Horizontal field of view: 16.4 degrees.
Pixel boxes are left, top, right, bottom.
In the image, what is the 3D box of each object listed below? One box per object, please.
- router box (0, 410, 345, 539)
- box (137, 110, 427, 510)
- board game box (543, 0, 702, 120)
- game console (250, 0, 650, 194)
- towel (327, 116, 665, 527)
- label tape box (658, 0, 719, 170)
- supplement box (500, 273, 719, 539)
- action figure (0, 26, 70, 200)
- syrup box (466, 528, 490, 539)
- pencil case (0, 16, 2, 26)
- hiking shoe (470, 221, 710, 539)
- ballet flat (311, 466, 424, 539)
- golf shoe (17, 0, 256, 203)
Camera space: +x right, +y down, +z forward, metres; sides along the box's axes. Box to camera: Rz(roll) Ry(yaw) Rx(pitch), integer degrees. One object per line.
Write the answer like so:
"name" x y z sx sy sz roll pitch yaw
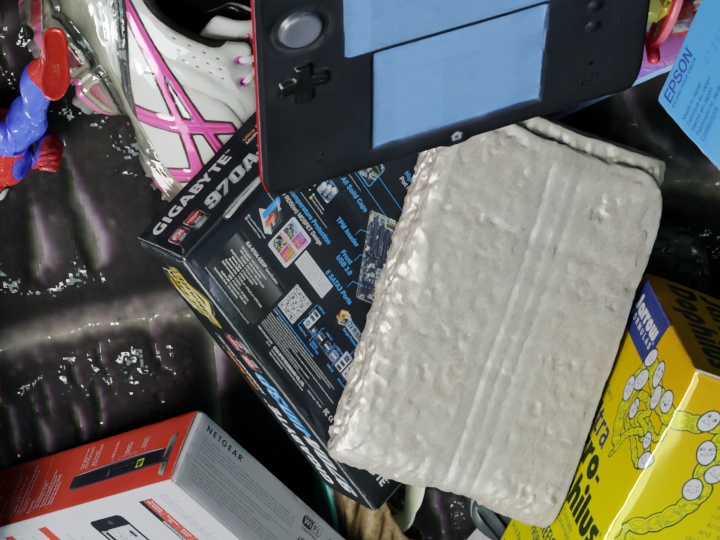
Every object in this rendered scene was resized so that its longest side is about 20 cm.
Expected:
"router box" -0.094 0.173 1.421 0.179 0.049 0.200 -17 129 41
"box" 0.000 0.000 1.269 0.159 0.046 0.200 -48 126 -16
"board game box" 0.119 -0.146 1.220 0.199 0.039 0.158 -23 124 16
"game console" 0.044 -0.119 1.143 0.199 0.031 0.178 -17 139 -13
"towel" 0.069 0.018 1.256 0.132 0.034 0.201 19 93 -18
"label tape box" 0.258 -0.129 1.208 0.199 0.066 0.144 -10 135 -34
"supplement box" 0.159 0.124 1.279 0.109 0.109 0.201 20 111 -17
"action figure" -0.177 -0.069 1.221 0.065 0.052 0.200 5 167 -9
"syrup box" 0.138 0.143 1.418 0.078 0.082 0.200 27 123 -18
"pencil case" -0.256 -0.170 1.176 0.089 0.078 0.201 -30 124 3
"hiking shoe" 0.112 0.050 1.349 0.074 0.087 0.201 28 106 -22
"ballet flat" 0.000 0.097 1.400 0.072 0.068 0.201 -21 128 -9
"golf shoe" -0.077 -0.085 1.246 0.092 0.073 0.200 -32 121 20
